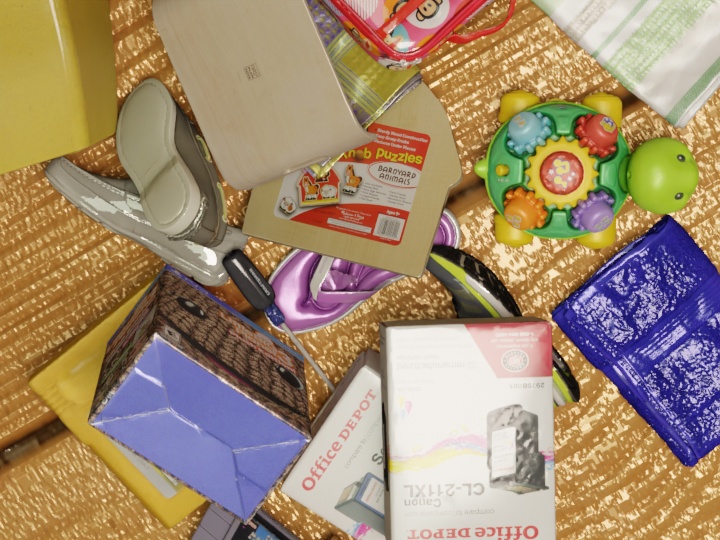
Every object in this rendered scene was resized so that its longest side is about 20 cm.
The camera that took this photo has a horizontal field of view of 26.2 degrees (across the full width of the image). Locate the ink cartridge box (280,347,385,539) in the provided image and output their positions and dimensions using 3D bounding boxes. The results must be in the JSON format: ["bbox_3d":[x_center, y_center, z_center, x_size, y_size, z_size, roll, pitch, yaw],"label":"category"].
[{"bbox_3d":[0.046,0.188,1.437,0.200,0.088,0.145,34,98,-2],"label":"ink cartridge box"}]

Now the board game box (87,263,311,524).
[{"bbox_3d":[-0.135,0.102,1.338,0.159,0.200,0.097,35,101,-14],"label":"board game box"}]

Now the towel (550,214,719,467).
[{"bbox_3d":[0.293,0.067,1.429,0.148,0.050,0.200,-41,91,8],"label":"towel"}]

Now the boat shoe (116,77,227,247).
[{"bbox_3d":[-0.170,-0.097,1.402,0.072,0.202,0.060,-42,134,19],"label":"boat shoe"}]

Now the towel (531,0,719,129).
[{"bbox_3d":[0.265,-0.246,1.410,0.200,0.031,0.149,41,96,0],"label":"towel"}]

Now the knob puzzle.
[{"bbox_3d":[0.001,-0.105,1.433,0.220,0.030,0.220,-3,77,12],"label":"knob puzzle"}]

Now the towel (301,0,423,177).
[{"bbox_3d":[-0.054,-0.199,1.425,0.144,0.023,0.200,-42,82,1],"label":"towel"}]

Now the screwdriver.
[{"bbox_3d":[-0.065,0.063,1.447,0.028,0.029,0.200,-29,105,21],"label":"screwdriver"}]

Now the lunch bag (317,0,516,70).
[{"bbox_3d":[0.063,-0.278,1.385,0.200,0.082,0.176,-44,89,-5],"label":"lunch bag"}]

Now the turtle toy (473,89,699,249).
[{"bbox_3d":[0.202,-0.089,1.394,0.200,0.101,0.146,2,96,4],"label":"turtle toy"}]

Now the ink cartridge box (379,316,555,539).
[{"bbox_3d":[0.093,0.143,1.345,0.146,0.083,0.200,-2,92,-3],"label":"ink cartridge box"}]

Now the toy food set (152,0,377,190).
[{"bbox_3d":[-0.084,-0.183,1.379,0.143,0.060,0.200,-19,102,25],"label":"toy food set"}]

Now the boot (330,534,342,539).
[{"bbox_3d":[-0.031,0.364,1.472,0.155,0.077,0.200,42,104,4],"label":"boot"}]

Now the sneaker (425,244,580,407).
[{"bbox_3d":[0.115,0.063,1.426,0.081,0.074,0.200,-37,98,13],"label":"sneaker"}]

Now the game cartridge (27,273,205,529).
[{"bbox_3d":[-0.181,0.121,1.458,0.176,0.032,0.200,-39,107,7],"label":"game cartridge"}]

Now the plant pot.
[{"bbox_3d":[-0.320,-0.180,1.385,0.200,0.200,0.176,-16,100,6],"label":"plant pot"}]

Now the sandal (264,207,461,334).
[{"bbox_3d":[-0.004,-0.007,1.444,0.203,0.050,0.082,-28,93,7],"label":"sandal"}]

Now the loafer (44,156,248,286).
[{"bbox_3d":[-0.199,-0.058,1.449,0.200,0.070,0.070,30,92,-7],"label":"loafer"}]

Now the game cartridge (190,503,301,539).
[{"bbox_3d":[-0.083,0.309,1.448,0.200,0.038,0.130,35,111,22],"label":"game cartridge"}]
